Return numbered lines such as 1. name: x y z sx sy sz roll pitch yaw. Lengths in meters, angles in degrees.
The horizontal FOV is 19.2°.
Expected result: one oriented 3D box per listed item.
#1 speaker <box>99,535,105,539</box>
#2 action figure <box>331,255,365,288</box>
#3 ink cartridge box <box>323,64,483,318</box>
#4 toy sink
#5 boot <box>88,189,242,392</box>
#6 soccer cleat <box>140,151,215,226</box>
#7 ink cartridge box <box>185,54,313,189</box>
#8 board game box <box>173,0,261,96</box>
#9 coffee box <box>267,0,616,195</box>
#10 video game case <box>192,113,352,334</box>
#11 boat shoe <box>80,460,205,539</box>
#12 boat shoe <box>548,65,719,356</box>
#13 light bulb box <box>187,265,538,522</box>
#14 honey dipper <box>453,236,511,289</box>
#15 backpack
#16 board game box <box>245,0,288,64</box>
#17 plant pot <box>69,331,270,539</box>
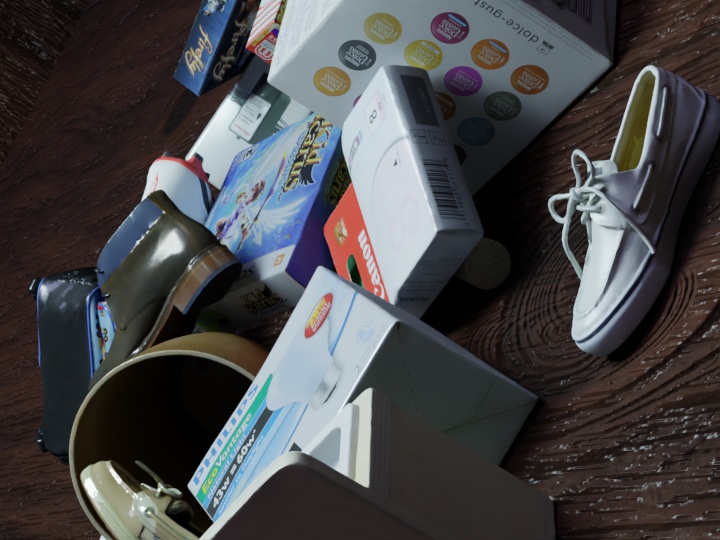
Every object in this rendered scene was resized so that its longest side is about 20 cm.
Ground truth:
1. speaker: -0.195 0.264 1.829 0.081 0.081 0.200 -34 31 51
2. action figure: 0.000 0.000 1.782 0.118 0.055 0.200 -56 24 2
3. ink cartridge box: 0.013 -0.033 1.643 0.200 0.057 0.163 -51 45 41
4. toy sink: 0.004 0.162 1.302 0.130 0.200 0.112 -48 22 29
5. boot: -0.187 0.024 1.801 0.200 0.097 0.075 -47 -14 27
6. soccer cleat: -0.142 -0.026 1.971 0.068 0.200 0.085 3 55 33
7. ink cartridge box: -0.062 -0.159 2.044 0.200 0.083 0.147 -54 -14 13
8. board game box: -0.089 -0.265 1.941 0.135 0.035 0.200 -36 -21 -48
9. coffee box: 0.070 -0.217 1.709 0.198 0.199 0.200 -43 25 37
10. video game case: -0.074 -0.044 1.853 0.181 0.045 0.200 -21 39 46
11. boat shoe: -0.130 0.207 1.625 0.063 0.200 0.073 -50 -14 5
12. boat shoe: 0.166 -0.048 1.387 0.075 0.086 0.202 -13 48 64
13. light bulb box: -0.004 0.123 1.496 0.199 0.125 0.200 -59 20 0
14. honey dipper: 0.067 -0.021 1.669 0.038 0.038 0.200 -59 19 0
15. backpack: -0.191 0.082 1.959 0.134 0.200 0.183 3 96 43
16. board game box: 0.009 -0.200 1.836 0.046 0.200 0.152 -36 28 43
17. plant pot: -0.124 0.124 1.753 0.187 0.186 0.200 -52 4 18
